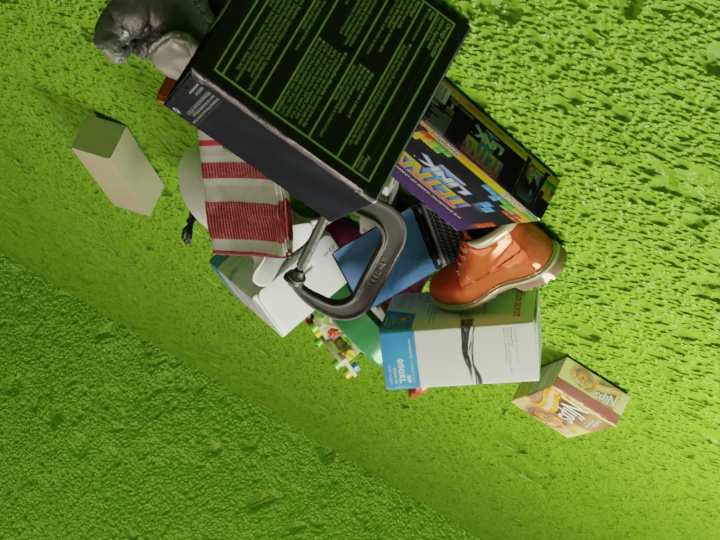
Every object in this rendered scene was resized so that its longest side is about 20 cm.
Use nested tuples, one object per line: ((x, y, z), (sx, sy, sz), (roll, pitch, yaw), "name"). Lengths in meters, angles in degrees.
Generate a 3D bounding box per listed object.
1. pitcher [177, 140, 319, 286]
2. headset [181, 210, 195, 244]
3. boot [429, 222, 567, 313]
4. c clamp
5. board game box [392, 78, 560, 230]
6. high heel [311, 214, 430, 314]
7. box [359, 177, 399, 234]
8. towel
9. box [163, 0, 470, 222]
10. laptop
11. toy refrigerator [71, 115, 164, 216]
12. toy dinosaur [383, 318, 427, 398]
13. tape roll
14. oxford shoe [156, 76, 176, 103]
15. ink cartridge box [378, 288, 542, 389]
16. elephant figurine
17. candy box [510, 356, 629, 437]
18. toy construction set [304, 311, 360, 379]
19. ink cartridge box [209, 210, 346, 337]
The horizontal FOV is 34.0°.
((-0.140, -0.103, 1.612), (0.200, 0.171, 0.122), (46, 159, 20), "pitcher")
((-0.181, -0.053, 1.869), (0.197, 0.095, 0.123), (22, 165, -13), "headset")
((0.141, -0.016, 1.423), (0.107, 0.076, 0.199), (38, 139, -27), "boot")
((-0.033, -0.036, 1.459), (0.168, 0.202, 0.027), (18, -155, -9), "c clamp")
((0.091, -0.125, 1.276), (0.199, 0.057, 0.165), (37, 161, -21), "board game box")
((0.000, 0.000, 1.712), (0.198, 0.097, 0.067), (32, 163, -5), "high heel")
((0.024, -0.091, 1.514), (0.041, 0.039, 0.200), (26, 163, 9), "box")
((-0.151, -0.117, 1.500), (0.142, 0.204, 0.023), (4, -165, 37), "towel")
((-0.040, -0.186, 1.072), (0.197, 0.202, 0.123), (34, 162, -14), "box")
((0.093, 0.005, 1.540), (0.198, 0.117, 0.188), (23, 162, 23), "laptop")
((-0.394, -0.172, 1.937), (0.075, 0.071, 0.200), (17, 160, 17), "toy refrigerator")
((0.131, 0.114, 1.665), (0.199, 0.184, 0.104), (35, 158, -28), "toy dinosaur")
((0.020, 0.065, 1.760), (0.200, 0.048, 0.201), (42, -163, -16), "tape roll")
((-0.183, -0.219, 1.447), (0.073, 0.072, 0.199), (35, 163, -35), "oxford shoe")
((0.133, 0.084, 1.510), (0.196, 0.086, 0.145), (-5, -163, 12), "ink cartridge box")
((-0.174, -0.241, 1.271), (0.199, 0.142, 0.155), (35, 178, 4), "elephant figurine")
((0.319, 0.199, 1.815), (0.114, 0.056, 0.200), (31, 163, -3), "candy box")
((-0.041, 0.109, 2.100), (0.132, 0.092, 0.201), (51, 160, 16), "toy construction set")
((-0.116, -0.005, 1.708), (0.085, 0.144, 0.200), (55, 169, -27), "ink cartridge box")
